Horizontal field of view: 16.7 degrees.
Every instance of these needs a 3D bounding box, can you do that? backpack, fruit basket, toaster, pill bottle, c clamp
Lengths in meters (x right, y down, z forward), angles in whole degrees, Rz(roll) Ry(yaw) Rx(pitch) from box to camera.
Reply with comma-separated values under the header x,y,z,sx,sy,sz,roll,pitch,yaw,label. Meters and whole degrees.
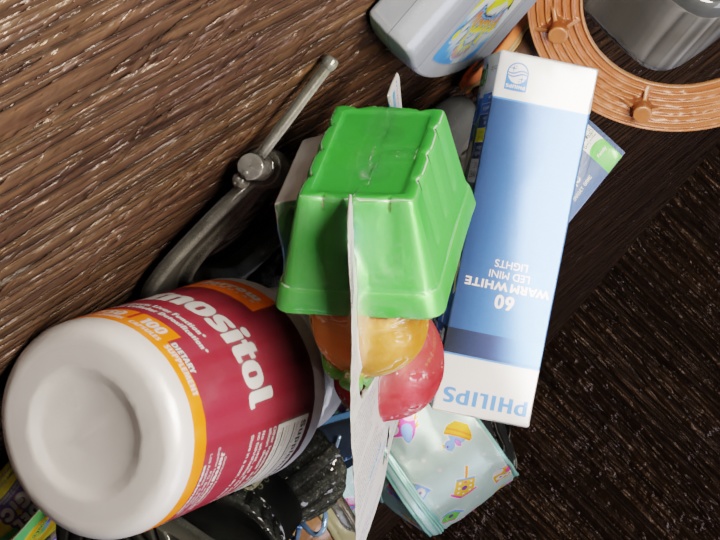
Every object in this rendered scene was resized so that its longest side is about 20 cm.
x,y,z,sx,sy,sz,roll,pitch,yaw,label
0.015,0.094,1.702,0.153,0.200,0.176,-42,172,-5,backpack
0.004,0.023,1.288,0.186,0.093,0.201,-71,167,-58,fruit basket
0.222,-0.215,1.599,0.200,0.114,0.129,-45,174,-20,toaster
-0.090,0.066,1.294,0.113,0.113,0.200,-50,165,25,pill bottle
-0.052,-0.036,1.364,0.171,0.027,0.200,-47,171,3,c clamp

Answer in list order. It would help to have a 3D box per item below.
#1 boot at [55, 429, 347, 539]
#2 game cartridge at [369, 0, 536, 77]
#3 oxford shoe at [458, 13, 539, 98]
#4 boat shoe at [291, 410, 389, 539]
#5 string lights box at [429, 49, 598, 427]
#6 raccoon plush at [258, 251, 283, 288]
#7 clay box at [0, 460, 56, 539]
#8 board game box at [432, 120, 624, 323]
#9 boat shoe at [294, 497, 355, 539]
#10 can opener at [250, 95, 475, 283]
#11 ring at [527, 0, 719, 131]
x,y,z,sx,sy,sz,roll,pitch,yaw,label
-0.049,0.158,1.366,0.158,0.211,0.080,-24,146,-52,boot
0.072,-0.165,1.349,0.133,0.040,0.200,-45,172,16,game cartridge
0.119,-0.125,1.631,0.071,0.073,0.200,-47,171,11,oxford shoe
-0.068,0.148,1.503,0.199,0.069,0.084,-26,171,-5,boat shoe
0.083,-0.019,1.384,0.103,0.059,0.201,-137,-122,-87,string lights box
0.000,0.000,1.503,0.134,0.097,0.200,-50,-174,-30,raccoon plush
-0.153,0.104,1.443,0.115,0.048,0.200,-48,170,14,clay box
0.076,-0.006,1.559,0.200,0.034,0.135,-51,-171,-10,board game box
-0.029,0.200,1.624,0.074,0.076,0.201,-34,134,-9,boat shoe
0.005,-0.043,1.585,0.200,0.053,0.067,-42,141,-28,can opener
0.202,-0.165,1.506,0.201,0.200,0.019,-52,-158,32,ring
